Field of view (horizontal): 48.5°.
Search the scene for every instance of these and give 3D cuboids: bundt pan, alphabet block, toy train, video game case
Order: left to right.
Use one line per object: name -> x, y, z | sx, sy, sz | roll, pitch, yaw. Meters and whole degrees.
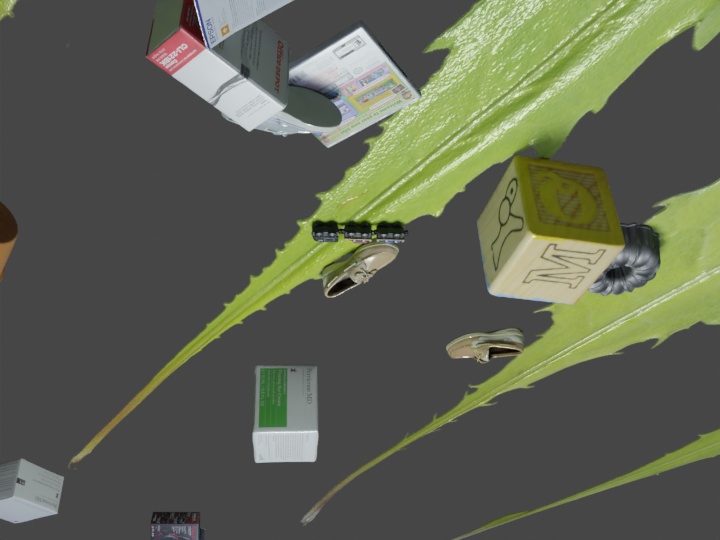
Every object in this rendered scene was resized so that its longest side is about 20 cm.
video game case -> -0.029, -0.302, 1.322 | 0.199, 0.022, 0.182 | -24, 140, 26
toy train -> -0.001, -0.073, 1.637 | 0.198, 0.034, 0.046 | 1, 148, -4
alphabet block -> 0.354, -0.074, 1.524 | 0.195, 0.196, 0.200 | 5, 146, -14
bundt pan -> 0.554, -0.012, 1.724 | 0.200, 0.076, 0.202 | -2, 146, -2

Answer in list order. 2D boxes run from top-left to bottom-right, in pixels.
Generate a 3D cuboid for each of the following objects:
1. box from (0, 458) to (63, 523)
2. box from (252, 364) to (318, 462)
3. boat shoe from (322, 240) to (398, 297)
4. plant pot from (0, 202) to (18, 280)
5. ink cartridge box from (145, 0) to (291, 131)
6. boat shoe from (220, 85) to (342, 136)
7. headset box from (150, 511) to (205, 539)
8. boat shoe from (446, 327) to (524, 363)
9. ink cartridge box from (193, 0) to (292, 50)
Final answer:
box -> -1.120, 0.723, 2.609 | 0.199, 0.131, 0.199 | -17, 143, 20
box -> -0.199, 0.381, 2.124 | 0.170, 0.200, 0.201 | 1, 145, -6
boat shoe -> 0.000, 0.000, 1.713 | 0.199, 0.065, 0.072 | -26, 139, 29
plant pot -> -0.739, -0.059, 1.490 | 0.140, 0.201, 0.200 | -42, 131, 21
ink cartridge box -> -0.202, -0.323, 1.172 | 0.083, 0.145, 0.200 | -26, 138, 33
boat shoe -> -0.132, -0.258, 1.307 | 0.199, 0.070, 0.072 | 10, 153, -12
headset box -> -0.687, 0.993, 3.014 | 0.198, 0.075, 0.150 | 3, 111, -7
boat shoe -> 0.314, 0.196, 2.010 | 0.199, 0.067, 0.074 | -14, 143, 16
ink cartridge box -> -0.150, -0.417, 1.039 | 0.200, 0.041, 0.200 | -37, 151, -21
